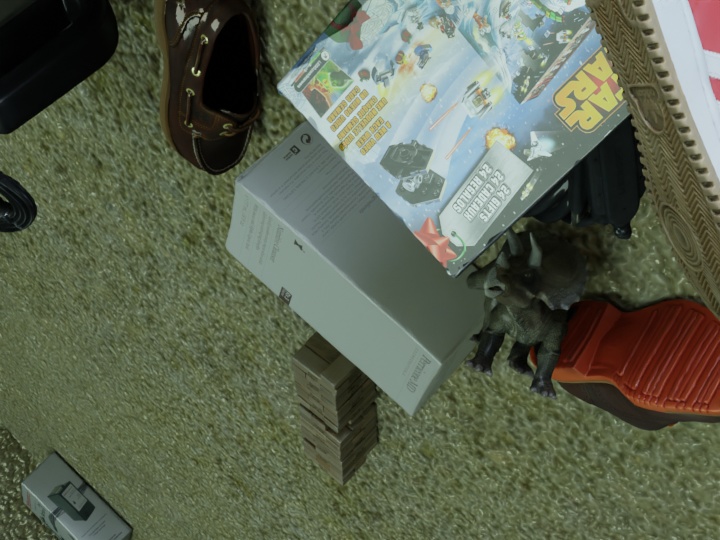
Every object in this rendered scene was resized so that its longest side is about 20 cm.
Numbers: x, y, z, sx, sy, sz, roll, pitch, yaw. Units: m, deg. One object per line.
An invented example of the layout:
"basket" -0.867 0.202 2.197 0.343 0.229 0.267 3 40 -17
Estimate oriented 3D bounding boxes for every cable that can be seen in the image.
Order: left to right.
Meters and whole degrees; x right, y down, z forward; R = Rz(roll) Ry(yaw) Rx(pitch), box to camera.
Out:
"cable" 0.091 -0.113 0.835 0.163 0.051 0.201 35 152 44

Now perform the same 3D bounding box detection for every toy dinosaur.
"toy dinosaur" 0.107 0.015 0.957 0.076 0.103 0.200 22 -169 2

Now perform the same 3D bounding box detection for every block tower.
"block tower" -0.022 0.121 1.389 0.058 0.054 0.201 36 154 21

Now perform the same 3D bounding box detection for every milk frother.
"milk frother" -0.286 -0.158 1.213 0.180 0.188 0.200 41 157 14

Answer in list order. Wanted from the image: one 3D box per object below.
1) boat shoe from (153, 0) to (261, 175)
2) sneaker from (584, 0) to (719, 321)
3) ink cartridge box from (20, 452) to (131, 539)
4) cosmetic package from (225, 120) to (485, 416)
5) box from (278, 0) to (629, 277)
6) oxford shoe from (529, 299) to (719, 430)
"boat shoe" -0.105 -0.132 1.094 0.070 0.070 0.201 39 156 25
"sneaker" 0.170 -0.077 0.636 0.202 0.112 0.071 68 167 -18
"ink cartridge box" -0.506 0.434 2.684 0.200 0.084 0.146 43 156 8
"cosmetic package" 0.000 0.000 1.119 0.200 0.081 0.113 42 155 12
"box" 0.068 -0.109 0.740 0.137 0.040 0.200 47 124 1
"oxford shoe" 0.189 0.064 0.935 0.072 0.071 0.200 42 168 -24
